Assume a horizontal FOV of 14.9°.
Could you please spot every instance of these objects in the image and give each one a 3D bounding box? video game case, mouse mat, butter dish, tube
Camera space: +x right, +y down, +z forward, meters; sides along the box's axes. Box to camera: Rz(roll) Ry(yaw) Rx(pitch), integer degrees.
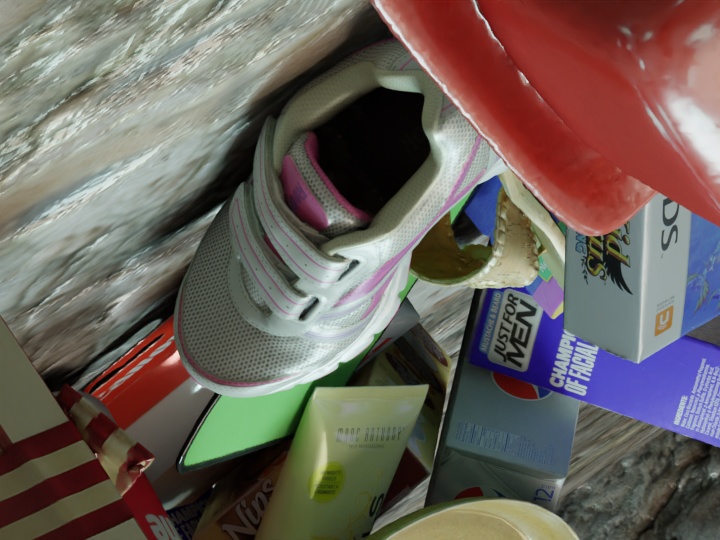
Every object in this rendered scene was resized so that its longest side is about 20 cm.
[{"bbox_3d":[0.165,-0.081,1.136,0.200,0.045,0.182,-27,129,-38],"label":"video game case"},{"bbox_3d":[0.000,0.000,1.203,0.200,0.008,0.161,-57,163,17],"label":"mouse mat"},{"bbox_3d":[0.133,-0.088,0.818,0.200,0.148,0.200,-47,142,-1],"label":"butter dish"},{"bbox_3d":[-0.029,0.141,1.299,0.058,0.052,0.201,-72,-177,-73],"label":"tube"}]

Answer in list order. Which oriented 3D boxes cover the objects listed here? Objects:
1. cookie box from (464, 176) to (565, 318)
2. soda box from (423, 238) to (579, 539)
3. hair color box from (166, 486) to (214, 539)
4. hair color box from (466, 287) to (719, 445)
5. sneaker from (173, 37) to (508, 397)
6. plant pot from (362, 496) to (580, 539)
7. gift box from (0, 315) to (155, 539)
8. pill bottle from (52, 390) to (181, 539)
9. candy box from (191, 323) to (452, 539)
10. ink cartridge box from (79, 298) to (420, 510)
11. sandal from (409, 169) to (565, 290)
[{"bbox_3d":[0.166,-0.085,1.290,0.200,0.075,0.171,-27,161,-38],"label":"cookie box"},{"bbox_3d":[0.080,0.058,1.415,0.200,0.063,0.068,-74,179,-52],"label":"soda box"},{"bbox_3d":[-0.089,0.195,1.412,0.109,0.200,0.065,-42,168,32],"label":"hair color box"},{"bbox_3d":[0.164,0.023,1.365,0.109,0.199,0.065,-63,167,-51],"label":"hair color box"},{"bbox_3d":[-0.013,-0.026,1.028,0.200,0.081,0.088,-50,163,27],"label":"sneaker"},{"bbox_3d":[0.026,0.190,1.318,0.199,0.027,0.201,-20,128,-29],"label":"plant pot"},{"bbox_3d":[-0.170,0.140,0.941,0.184,0.200,0.186,-37,172,39],"label":"gift box"},{"bbox_3d":[-0.112,0.161,1.152,0.112,0.200,0.112,-28,161,-10],"label":"pill bottle"},{"bbox_3d":[-0.016,0.090,1.419,0.115,0.055,0.200,-39,-173,13],"label":"candy box"},{"bbox_3d":[-0.071,0.058,1.283,0.162,0.050,0.200,-39,172,17],"label":"ink cartridge box"},{"bbox_3d":[0.042,-0.028,1.161,0.069,0.078,0.212,-31,155,-3],"label":"sandal"}]
